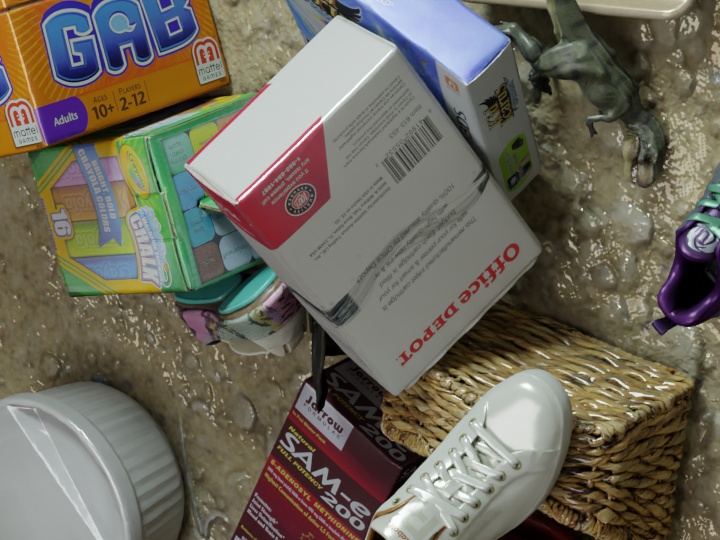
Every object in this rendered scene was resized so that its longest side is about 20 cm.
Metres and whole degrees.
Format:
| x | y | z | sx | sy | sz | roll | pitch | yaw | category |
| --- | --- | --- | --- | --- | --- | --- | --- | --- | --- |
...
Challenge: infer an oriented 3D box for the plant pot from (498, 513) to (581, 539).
| x | y | z | sx | sy | sz | roll | pitch | yaw | category |
| --- | --- | --- | --- | --- | --- | --- | --- | --- | --- |
| 0.086 | 0.276 | 1.529 | 0.200 | 0.182 | 0.201 | 17 | 117 | 35 | plant pot |

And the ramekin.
| x | y | z | sx | sy | sz | roll | pitch | yaw | category |
| --- | --- | --- | --- | --- | --- | --- | --- | --- | --- |
| -0.238 | 0.188 | 1.829 | 0.202 | 0.094 | 0.203 | 17 | 118 | 35 | ramekin |

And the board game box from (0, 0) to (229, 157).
| x | y | z | sx | sy | sz | roll | pitch | yaw | category |
| --- | --- | --- | --- | --- | --- | --- | --- | --- | --- |
| -0.258 | -0.199 | 1.615 | 0.199 | 0.200 | 0.201 | -7 | 102 | 41 | board game box |

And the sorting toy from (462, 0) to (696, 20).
| x | y | z | sx | sy | sz | roll | pitch | yaw | category |
| --- | --- | --- | --- | --- | --- | --- | --- | --- | --- |
| 0.138 | -0.268 | 1.371 | 0.185 | 0.036 | 0.201 | 11 | 109 | 37 | sorting toy |

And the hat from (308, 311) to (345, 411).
| x | y | z | sx | sy | sz | roll | pitch | yaw | category |
| --- | --- | --- | --- | --- | --- | --- | --- | --- | --- |
| 0.000 | 0.000 | 1.546 | 0.081 | 0.201 | 0.202 | -2 | 110 | 0 | hat |

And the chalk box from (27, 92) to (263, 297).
| x | y | z | sx | sy | sz | roll | pitch | yaw | category |
| --- | --- | --- | --- | --- | --- | --- | --- | --- | --- |
| -0.134 | -0.058 | 1.610 | 0.200 | 0.124 | 0.124 | -4 | 105 | 46 | chalk box |

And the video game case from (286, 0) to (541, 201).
| x | y | z | sx | sy | sz | roll | pitch | yaw | category |
| --- | --- | --- | --- | --- | --- | --- | --- | --- | --- |
| 0.026 | -0.149 | 1.426 | 0.200 | 0.045 | 0.181 | 40 | 169 | 24 | video game case |

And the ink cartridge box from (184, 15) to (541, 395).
| x | y | z | sx | sy | sz | roll | pitch | yaw | category |
| --- | --- | --- | --- | --- | --- | --- | --- | --- | --- |
| 0.006 | -0.040 | 1.397 | 0.200 | 0.145 | 0.084 | 51 | 171 | -35 | ink cartridge box |

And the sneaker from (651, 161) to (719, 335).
| x | y | z | sx | sy | sz | roll | pitch | yaw | category |
| --- | --- | --- | --- | --- | --- | --- | --- | --- | --- |
| 0.243 | -0.043 | 1.331 | 0.074 | 0.087 | 0.201 | 34 | 126 | 25 | sneaker |

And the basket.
| x | y | z | sx | sy | sz | roll | pitch | yaw | category |
| --- | --- | --- | --- | --- | --- | --- | --- | --- | --- |
| 0.110 | 0.127 | 1.475 | 0.199 | 0.143 | 0.150 | 23 | 120 | 32 | basket |

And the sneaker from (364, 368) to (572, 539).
| x | y | z | sx | sy | sz | roll | pitch | yaw | category |
| --- | --- | --- | --- | --- | --- | --- | --- | --- | --- |
| 0.062 | 0.150 | 1.364 | 0.073 | 0.085 | 0.200 | 41 | 109 | 18 | sneaker |

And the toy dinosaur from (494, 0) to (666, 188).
| x | y | z | sx | sy | sz | roll | pitch | yaw | category |
| --- | --- | --- | --- | --- | --- | --- | --- | --- | --- |
| 0.131 | -0.139 | 1.392 | 0.088 | 0.048 | 0.200 | 0 | 136 | 46 | toy dinosaur |

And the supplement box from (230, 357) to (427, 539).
| x | y | z | sx | sy | sz | roll | pitch | yaw | category |
| --- | --- | --- | --- | --- | --- | --- | --- | --- | --- |
| -0.023 | 0.179 | 1.666 | 0.109 | 0.061 | 0.200 | 40 | 128 | 22 | supplement box |

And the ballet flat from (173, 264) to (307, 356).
| x | y | z | sx | sy | sz | roll | pitch | yaw | category |
| --- | --- | --- | --- | --- | --- | --- | --- | --- | --- |
| -0.082 | 0.033 | 1.634 | 0.071 | 0.069 | 0.200 | 53 | 159 | -14 | ballet flat |
